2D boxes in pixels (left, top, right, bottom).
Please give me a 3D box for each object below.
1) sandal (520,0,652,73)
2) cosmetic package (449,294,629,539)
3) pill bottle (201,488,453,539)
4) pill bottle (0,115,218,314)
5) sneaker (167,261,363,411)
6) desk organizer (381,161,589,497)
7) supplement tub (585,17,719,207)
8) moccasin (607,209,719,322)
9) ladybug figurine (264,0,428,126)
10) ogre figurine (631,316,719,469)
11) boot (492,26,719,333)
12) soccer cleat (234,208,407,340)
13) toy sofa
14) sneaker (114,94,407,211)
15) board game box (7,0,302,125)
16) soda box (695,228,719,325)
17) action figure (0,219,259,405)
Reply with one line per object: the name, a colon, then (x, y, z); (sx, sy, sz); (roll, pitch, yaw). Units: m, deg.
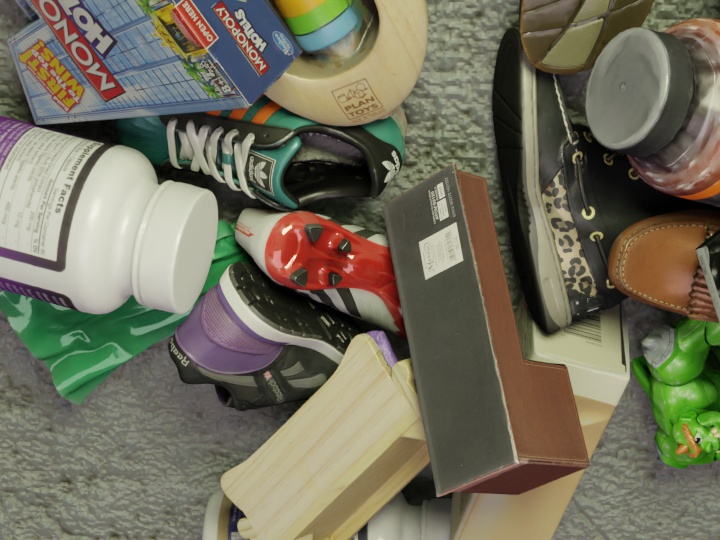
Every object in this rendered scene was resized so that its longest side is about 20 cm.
sandal: (0.136, -0.218, 0.920); (0.080, 0.055, 0.203); (0, 112, 0)
cosmetic package: (0.127, 0.111, 1.132); (0.070, 0.106, 0.202); (15, 127, -5)
pill bottle: (-0.018, 0.224, 1.220); (0.197, 0.112, 0.112); (-3, 126, 7)
pill bottle: (-0.199, -0.035, 1.023); (0.197, 0.112, 0.112); (14, 127, 11)
sneaker: (-0.059, 0.060, 1.092); (0.087, 0.076, 0.199); (-41, 143, 15)
desk organizer: (0.080, 0.041, 1.012); (0.076, 0.202, 0.071); (10, 151, -42)
supplement tub: (0.231, -0.090, 0.938); (0.198, 0.108, 0.107); (11, 130, -32)
moccasin: (0.253, 0.012, 0.984); (0.199, 0.078, 0.074); (17, 102, -11)
ladybug figurine: (-0.031, -0.179, 0.953); (0.134, 0.072, 0.201); (-19, 122, 18)
ogre figurine: (0.262, 0.081, 1.108); (0.118, 0.099, 0.200); (-17, 154, 1)
boot: (0.171, -0.070, 1.023); (0.152, 0.074, 0.206); (-12, 109, -6)
soccer cleat: (0.000, 0.000, 1.083); (0.199, 0.085, 0.069); (19, 94, -39)
toy sofa: (-0.002, 0.128, 1.095); (0.200, 0.082, 0.098); (-47, 69, 30)
sneaker: (-0.070, -0.084, 1.018); (0.197, 0.080, 0.072); (2, 126, 6)
board game box: (-0.165, -0.169, 0.937); (0.199, 0.062, 0.201); (-16, 117, 49)
soda box: (0.304, -0.001, 0.931); (0.198, 0.072, 0.063); (-1, 154, -25)
action figure: (-0.145, 0.010, 1.105); (0.198, 0.055, 0.119); (-25, 132, 9)
